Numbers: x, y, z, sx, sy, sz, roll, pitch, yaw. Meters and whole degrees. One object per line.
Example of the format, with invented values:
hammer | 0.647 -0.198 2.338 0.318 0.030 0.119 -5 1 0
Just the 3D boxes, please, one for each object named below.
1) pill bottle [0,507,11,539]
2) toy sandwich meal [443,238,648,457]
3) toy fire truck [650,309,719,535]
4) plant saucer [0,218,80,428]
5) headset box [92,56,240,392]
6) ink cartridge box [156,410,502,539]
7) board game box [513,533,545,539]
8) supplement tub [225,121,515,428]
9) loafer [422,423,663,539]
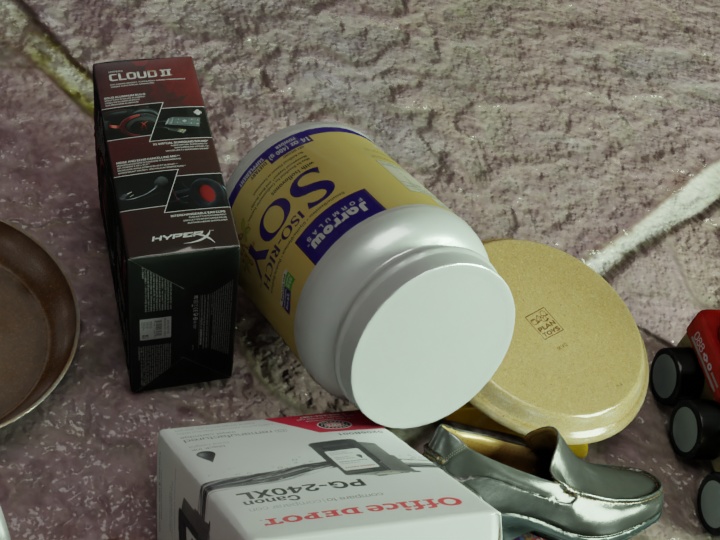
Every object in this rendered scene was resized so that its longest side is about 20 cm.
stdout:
pill bottle | -0.294 0.169 0.652 0.199 0.113 0.112 -18 58 -32
toy sandwich meal | 0.120 0.059 0.933 0.204 0.070 0.206 12 49 -14
toy fire truck | 0.326 0.079 0.893 0.128 0.201 0.177 3 49 -17
plant saucer | -0.290 0.039 0.822 0.199 0.035 0.201 10 48 -11
headset box | -0.141 -0.041 0.862 0.074 0.149 0.201 -7 52 -15
ink cartridge box | -0.026 0.151 0.711 0.144 0.084 0.200 -2 10 -23
board game box | 0.115 0.233 0.791 0.157 0.039 0.200 -16 58 -31
supplement tub | 0.000 0.000 0.841 0.145 0.146 0.200 -11 34 -27
loafer | 0.128 0.143 0.835 0.199 0.073 0.073 3 17 -28
